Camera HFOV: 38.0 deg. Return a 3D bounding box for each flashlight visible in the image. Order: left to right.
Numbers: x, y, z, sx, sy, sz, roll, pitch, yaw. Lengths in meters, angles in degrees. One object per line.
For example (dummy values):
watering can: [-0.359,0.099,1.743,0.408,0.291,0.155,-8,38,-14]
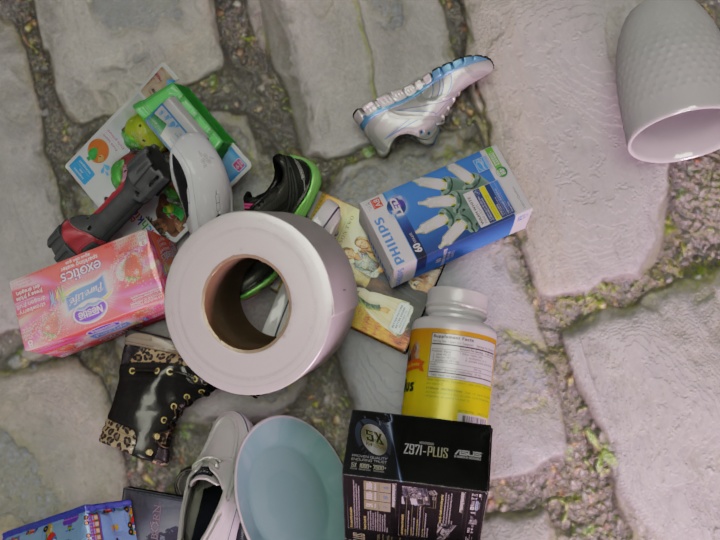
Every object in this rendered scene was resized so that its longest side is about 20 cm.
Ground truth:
flashlight: [-0.320,-0.082,1.346,0.068,0.068,0.200,45,112,-7]

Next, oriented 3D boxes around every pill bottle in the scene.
pill bottle: [0.109,0.127,1.282,0.107,0.109,0.204,6,78,6]

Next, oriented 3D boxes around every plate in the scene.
plate: [-0.082,0.274,1.245,0.025,0.198,0.204,-27,75,35]

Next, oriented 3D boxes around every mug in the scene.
mug: [0.417,-0.247,1.330,0.196,0.147,0.179,4,68,-25]

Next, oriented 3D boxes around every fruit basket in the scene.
fruit basket: [-0.271,-0.139,1.378,0.199,0.094,0.186,-41,85,4]

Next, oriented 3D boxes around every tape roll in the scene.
tape roll: [-0.113,0.033,1.217,0.198,0.139,0.207,1,93,12]

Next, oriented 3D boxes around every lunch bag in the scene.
lunch bag: [-0.370,0.380,1.275,0.197,0.094,0.153,-19,76,22]

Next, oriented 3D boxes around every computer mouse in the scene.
computer mouse: [-0.189,-0.074,1.318,0.109,0.043,0.203,-30,117,-36]

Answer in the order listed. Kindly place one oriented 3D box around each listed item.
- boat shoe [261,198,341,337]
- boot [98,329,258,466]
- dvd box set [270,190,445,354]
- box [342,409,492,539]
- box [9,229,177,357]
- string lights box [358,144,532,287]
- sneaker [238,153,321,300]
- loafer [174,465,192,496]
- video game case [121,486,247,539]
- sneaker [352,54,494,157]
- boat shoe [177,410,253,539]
boat shoe: [-0.060,0.013,1.308,0.065,0.072,0.203,24,89,5]
boot: [-0.229,0.171,1.319,0.196,0.073,0.153,17,80,10]
dvd box set: [0.000,0.000,1.358,0.197,0.029,0.148,25,81,9]
box: [0.064,0.258,1.205,0.160,0.202,0.087,5,49,6]
box: [-0.329,0.031,1.331,0.197,0.103,0.096,-20,77,7]
string lights box: [0.106,-0.070,1.327,0.197,0.059,0.104,-24,70,-12]
sneaker: [-0.123,-0.057,1.332,0.083,0.076,0.203,28,78,-20]
loafer: [-0.147,0.300,1.285,0.197,0.072,0.074,26,82,10]
video game case: [-0.216,0.348,1.265,0.197,0.019,0.146,2,83,28]
sneaker: [0.094,-0.214,1.383,0.197,0.075,0.088,-28,87,4]
boat shoe: [-0.168,0.249,1.218,0.072,0.066,0.203,-11,53,20]
